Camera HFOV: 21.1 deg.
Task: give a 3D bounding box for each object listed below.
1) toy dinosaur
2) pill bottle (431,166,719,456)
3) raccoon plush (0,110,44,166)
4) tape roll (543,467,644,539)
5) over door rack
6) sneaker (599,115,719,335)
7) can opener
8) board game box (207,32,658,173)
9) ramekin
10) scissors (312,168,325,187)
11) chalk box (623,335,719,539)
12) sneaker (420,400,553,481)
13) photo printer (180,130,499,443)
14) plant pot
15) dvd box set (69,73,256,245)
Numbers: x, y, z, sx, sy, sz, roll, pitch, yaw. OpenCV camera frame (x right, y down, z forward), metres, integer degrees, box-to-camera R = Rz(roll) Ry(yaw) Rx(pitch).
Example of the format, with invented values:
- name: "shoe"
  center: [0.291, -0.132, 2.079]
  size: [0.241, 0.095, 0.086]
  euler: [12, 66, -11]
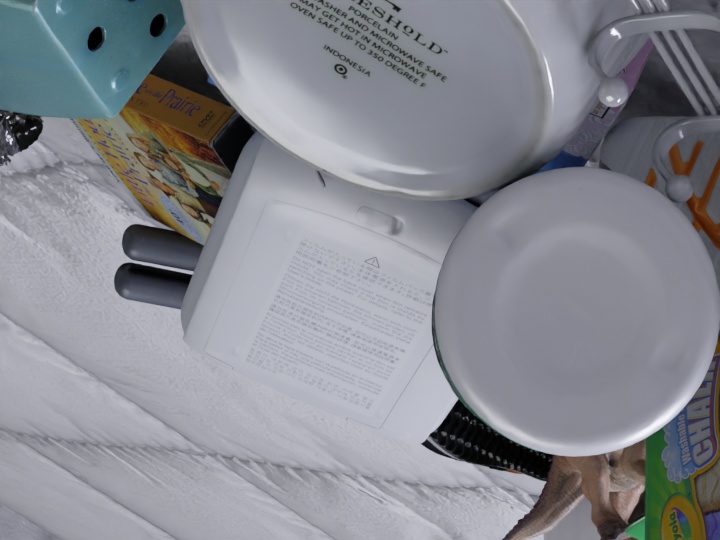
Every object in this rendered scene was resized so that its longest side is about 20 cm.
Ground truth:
- name: "toy dinosaur"
  center: [0.149, 0.077, 1.080]
  size: [0.085, 0.136, 0.200]
  euler: [4, 142, -49]
- name: "pill bottle"
  center: [0.087, 0.020, 0.835]
  size: [0.112, 0.114, 0.200]
  euler: [25, 178, 3]
- name: "raccoon plush"
  center: [-0.269, -0.146, 1.176]
  size: [0.200, 0.096, 0.135]
  euler: [35, 135, 38]
- name: "tape roll"
  center: [0.211, 0.171, 1.175]
  size: [0.201, 0.204, 0.139]
  euler: [21, 161, 15]
- name: "over door rack"
  center: [0.171, -0.087, 0.665]
  size: [0.199, 0.067, 0.148]
  euler: [-13, 143, 26]
- name: "sneaker"
  center: [0.175, -0.008, 0.952]
  size: [0.200, 0.079, 0.077]
  euler: [39, 162, -34]
- name: "can opener"
  center: [-0.058, 0.015, 1.245]
  size: [0.198, 0.054, 0.067]
  euler: [11, -167, -13]
- name: "board game box"
  center: [0.025, -0.104, 0.945]
  size: [0.198, 0.044, 0.200]
  euler: [25, 161, 1]
- name: "ramekin"
  center: [0.018, -0.115, 0.773]
  size: [0.201, 0.095, 0.203]
  euler: [18, 145, 13]
- name: "scissors"
  center: [-0.063, -0.130, 0.896]
  size: [0.201, 0.014, 0.073]
  euler: [60, 162, 0]
- name: "chalk box"
  center: [0.216, 0.101, 0.928]
  size: [0.124, 0.125, 0.199]
  euler: [21, 152, -32]
- name: "sneaker"
  center: [0.055, 0.086, 1.206]
  size: [0.090, 0.071, 0.200]
  euler: [5, 166, 40]
- name: "photo printer"
  center: [0.000, 0.000, 1.019]
  size: [0.165, 0.070, 0.200]
  euler: [23, 146, -3]
- name: "plant pot"
  center: [-0.171, -0.158, 0.859]
  size: [0.199, 0.142, 0.142]
  euler: [28, 164, 27]
- name: "dvd box set"
  center: [-0.103, -0.061, 1.152]
  size: [0.199, 0.029, 0.147]
  euler: [26, 157, 46]
